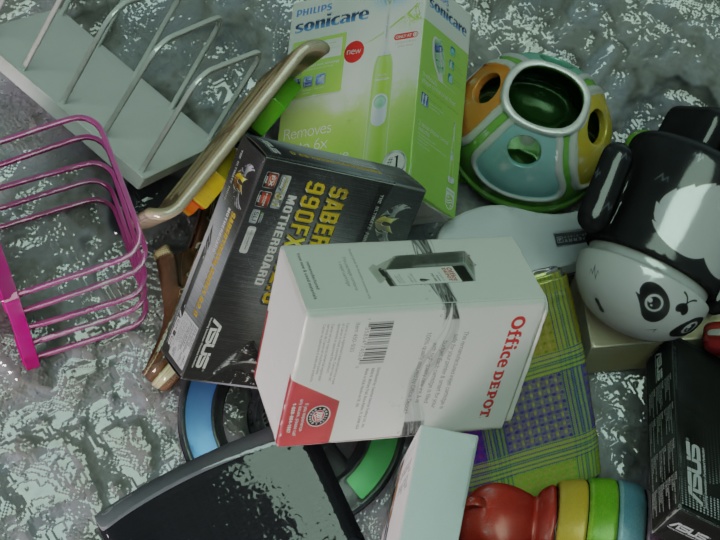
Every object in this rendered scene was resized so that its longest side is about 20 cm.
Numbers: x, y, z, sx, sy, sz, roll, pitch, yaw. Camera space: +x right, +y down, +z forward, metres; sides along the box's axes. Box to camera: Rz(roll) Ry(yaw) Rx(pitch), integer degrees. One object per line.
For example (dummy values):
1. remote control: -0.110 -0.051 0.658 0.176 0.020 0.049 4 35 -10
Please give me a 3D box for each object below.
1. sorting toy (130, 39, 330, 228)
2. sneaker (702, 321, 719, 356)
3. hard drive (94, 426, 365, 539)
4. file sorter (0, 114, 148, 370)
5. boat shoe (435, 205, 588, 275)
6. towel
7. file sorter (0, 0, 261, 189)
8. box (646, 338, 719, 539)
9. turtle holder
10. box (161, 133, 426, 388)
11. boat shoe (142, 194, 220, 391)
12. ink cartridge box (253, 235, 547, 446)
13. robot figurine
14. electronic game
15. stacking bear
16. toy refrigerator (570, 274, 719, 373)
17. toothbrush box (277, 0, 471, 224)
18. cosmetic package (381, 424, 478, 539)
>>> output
1. sorting toy: -0.108 -0.105 1.423 0.036 0.185 0.200 43 81 -8
2. sneaker: 0.371 0.115 1.428 0.199 0.078 0.116 16 95 29
3. hard drive: -0.109 0.217 1.417 0.199 0.042 0.135 -25 87 -2
4. file sorter: -0.250 -0.025 1.422 0.125 0.200 0.140 -19 75 -12
5. boat shoe: 0.162 -0.020 1.533 0.199 0.070 0.071 -8 71 -10
6. towel: 0.129 0.102 1.474 0.143 0.023 0.201 -16 103 -9
7. file sorter: -0.206 -0.194 1.490 0.200 0.125 0.139 41 28 7
8. box: 0.331 0.171 1.434 0.193 0.048 0.200 28 39 -15
9. turtle holder: 0.169 -0.117 1.533 0.185 0.132 0.141 44 72 9
10. box: -0.055 0.001 1.385 0.158 0.048 0.201 11 112 -34
11. boat shoe: -0.150 0.008 1.489 0.075 0.075 0.203 30 60 -8
12. ink cartridge box: 0.029 0.055 1.349 0.199 0.147 0.083 -2 42 -20
13. robot figurine: 0.263 -0.038 1.441 0.150 0.125 0.201 25 83 11
14. electronic game: -0.059 0.127 1.478 0.199 0.042 0.201 2 72 -6
15. stacking bear: 0.180 0.228 1.438 0.199 0.122 0.114 9 65 1
16. toy refrigerator: 0.289 0.040 1.531 0.199 0.070 0.076 -5 66 -8
17. toothbrush box: 0.010 -0.143 1.513 0.145 0.086 0.201 -5 68 33
18. cosmetic package: 0.045 0.222 1.374 0.051 0.200 0.152 11 71 -2
